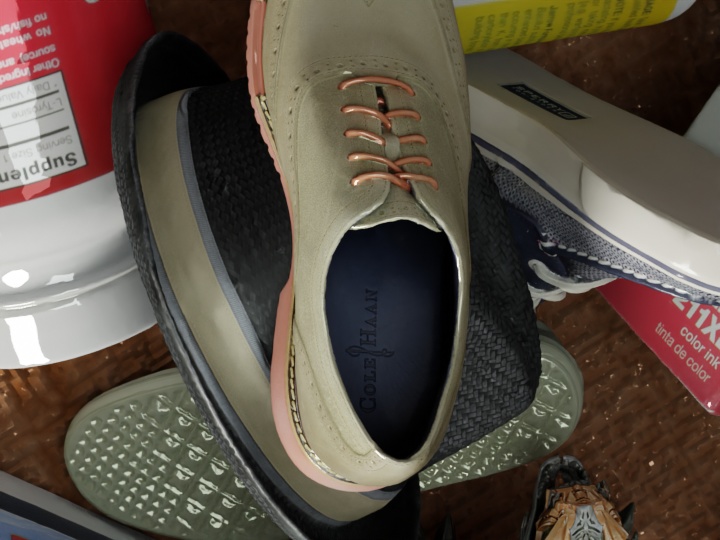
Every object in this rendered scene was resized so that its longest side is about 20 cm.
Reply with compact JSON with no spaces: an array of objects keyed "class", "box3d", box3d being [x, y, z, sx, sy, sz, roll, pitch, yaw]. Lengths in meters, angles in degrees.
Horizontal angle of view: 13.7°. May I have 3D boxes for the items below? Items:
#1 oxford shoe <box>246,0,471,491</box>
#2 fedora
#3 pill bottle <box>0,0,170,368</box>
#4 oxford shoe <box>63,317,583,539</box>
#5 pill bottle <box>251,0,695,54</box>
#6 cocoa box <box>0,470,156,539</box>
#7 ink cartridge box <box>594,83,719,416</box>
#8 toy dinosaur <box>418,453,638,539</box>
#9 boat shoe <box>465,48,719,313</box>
[{"class":"oxford shoe","box3d":[0.009,-0.034,0.904,0.070,0.074,0.201,-4,88,-15]},{"class":"fedora","box3d":[0.000,0.000,1.001,0.091,0.201,0.201,-23,111,18]},{"class":"pill bottle","box3d":[-0.126,-0.074,1.041,0.112,0.112,0.201,-17,109,-7]},{"class":"oxford shoe","box3d":[-0.013,0.055,1.135,0.199,0.058,0.076,-12,115,7]},{"class":"pill bottle","box3d":[0.060,-0.138,1.063,0.199,0.114,0.115,-9,107,-10]},{"class":"cocoa box","box3d":[-0.087,0.182,1.111,0.199,0.131,0.134,27,98,-18]},{"class":"ink cartridge box","box3d":[0.200,-0.042,1.087,0.145,0.083,0.201,12,119,-44]},{"class":"toy dinosaur","box3d":[0.064,0.152,1.125,0.102,0.136,0.201,12,119,-22]},{"class":"boat shoe","box3d":[0.069,-0.011,1.068,0.074,0.200,0.093,-2,116,-37]}]
